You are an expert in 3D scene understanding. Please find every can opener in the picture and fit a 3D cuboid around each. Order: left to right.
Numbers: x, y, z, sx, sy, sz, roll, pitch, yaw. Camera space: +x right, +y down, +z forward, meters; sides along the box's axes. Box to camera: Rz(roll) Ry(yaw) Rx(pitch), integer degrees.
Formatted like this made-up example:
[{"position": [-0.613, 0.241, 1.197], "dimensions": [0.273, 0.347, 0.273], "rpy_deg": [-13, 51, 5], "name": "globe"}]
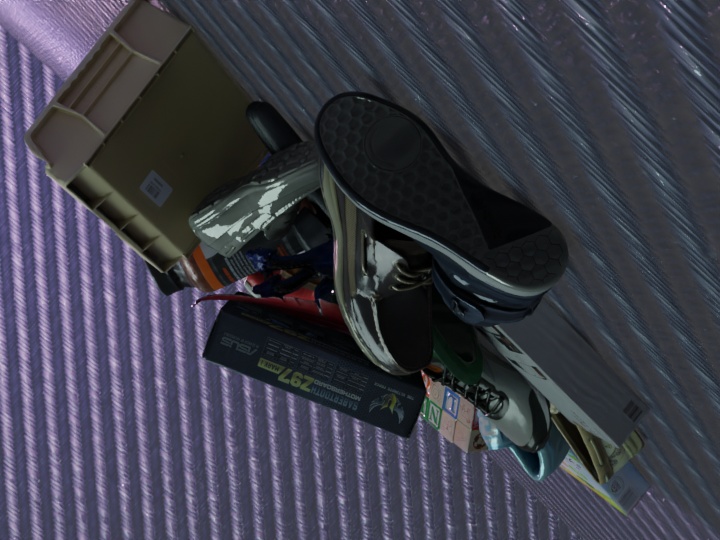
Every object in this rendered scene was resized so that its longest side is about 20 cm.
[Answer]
[{"position": [-0.050, -0.088, 1.249], "dimensions": [0.201, 0.078, 0.063], "rpy_deg": [57, 160, -23], "name": "can opener"}]

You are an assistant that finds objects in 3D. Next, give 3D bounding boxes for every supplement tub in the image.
[{"position": [-0.141, -0.044, 1.364], "dimensions": [0.107, 0.198, 0.108], "rpy_deg": [-24, -90, -87], "name": "supplement tub"}]

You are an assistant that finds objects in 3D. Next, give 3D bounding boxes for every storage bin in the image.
[{"position": [-0.207, -0.132, 1.250], "dimensions": [0.093, 0.199, 0.200], "rpy_deg": [31, 170, 34], "name": "storage bin"}]

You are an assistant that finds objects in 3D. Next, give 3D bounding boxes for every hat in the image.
[{"position": [-0.009, 0.045, 1.113], "dimensions": [0.202, 0.174, 0.166], "rpy_deg": [59, -162, -15], "name": "hat"}]

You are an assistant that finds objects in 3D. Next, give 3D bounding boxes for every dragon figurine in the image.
[{"position": [-0.013, 0.006, 1.198], "dimensions": [0.197, 0.099, 0.060], "rpy_deg": [12, 122, 23], "name": "dragon figurine"}]

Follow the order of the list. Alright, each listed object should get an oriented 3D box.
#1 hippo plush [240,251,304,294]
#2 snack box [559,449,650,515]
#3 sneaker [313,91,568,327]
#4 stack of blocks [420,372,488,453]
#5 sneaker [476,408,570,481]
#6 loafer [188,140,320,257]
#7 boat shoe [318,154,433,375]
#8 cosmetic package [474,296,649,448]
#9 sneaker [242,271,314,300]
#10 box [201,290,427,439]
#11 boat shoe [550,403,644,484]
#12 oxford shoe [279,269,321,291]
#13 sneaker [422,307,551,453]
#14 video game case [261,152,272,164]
[{"position": [-0.085, -0.007, 1.540], "dimensions": [0.199, 0.161, 0.159], "rpy_deg": [35, 173, 38], "name": "hippo plush"}, {"position": [0.243, 0.195, 1.454], "dimensions": [0.142, 0.053, 0.200], "rpy_deg": [33, 170, 47], "name": "snack box"}, {"position": [0.051, -0.036, 0.887], "dimensions": [0.202, 0.077, 0.146], "rpy_deg": [39, 171, 10], "name": "sneaker"}, {"position": [0.099, 0.115, 1.445], "dimensions": [0.058, 0.117, 0.200], "rpy_deg": [-5, -158, -31], "name": "stack of blocks"}, {"position": [0.147, 0.137, 1.262], "dimensions": [0.200, 0.082, 0.074], "rpy_deg": [45, 149, -17], "name": "sneaker"}, {"position": [-0.087, -0.068, 1.211], "dimensions": [0.199, 0.070, 0.070], "rpy_deg": [-22, 116, 43], "name": "loafer"}, {"position": [0.022, -0.012, 0.956], "dimensions": [0.073, 0.074, 0.203], "rpy_deg": [2, 112, 54], "name": "boat shoe"}, {"position": [0.163, 0.071, 1.088], "dimensions": [0.200, 0.051, 0.082], "rpy_deg": [44, 174, -23], "name": "cosmetic package"}, {"position": [-0.037, -0.001, 1.424], "dimensions": [0.197, 0.086, 0.078], "rpy_deg": [4, -134, -14], "name": "sneaker"}, {"position": [-0.040, 0.083, 1.138], "dimensions": [0.197, 0.052, 0.158], "rpy_deg": [21, -176, -2], "name": "box"}, {"position": [0.205, 0.136, 1.219], "dimensions": [0.200, 0.063, 0.073], "rpy_deg": [44, 174, -22], "name": "boat shoe"}, {"position": [0.000, 0.000, 1.327], "dimensions": [0.198, 0.072, 0.071], "rpy_deg": [9, -178, 32], "name": "oxford shoe"}, {"position": [0.103, 0.097, 1.177], "dimensions": [0.201, 0.079, 0.074], "rpy_deg": [49, 141, 16], "name": "sneaker"}, {"position": [-0.197, -0.187, 1.513], "dimensions": [0.181, 0.046, 0.200], "rpy_deg": [33, 170, 45], "name": "video game case"}]
